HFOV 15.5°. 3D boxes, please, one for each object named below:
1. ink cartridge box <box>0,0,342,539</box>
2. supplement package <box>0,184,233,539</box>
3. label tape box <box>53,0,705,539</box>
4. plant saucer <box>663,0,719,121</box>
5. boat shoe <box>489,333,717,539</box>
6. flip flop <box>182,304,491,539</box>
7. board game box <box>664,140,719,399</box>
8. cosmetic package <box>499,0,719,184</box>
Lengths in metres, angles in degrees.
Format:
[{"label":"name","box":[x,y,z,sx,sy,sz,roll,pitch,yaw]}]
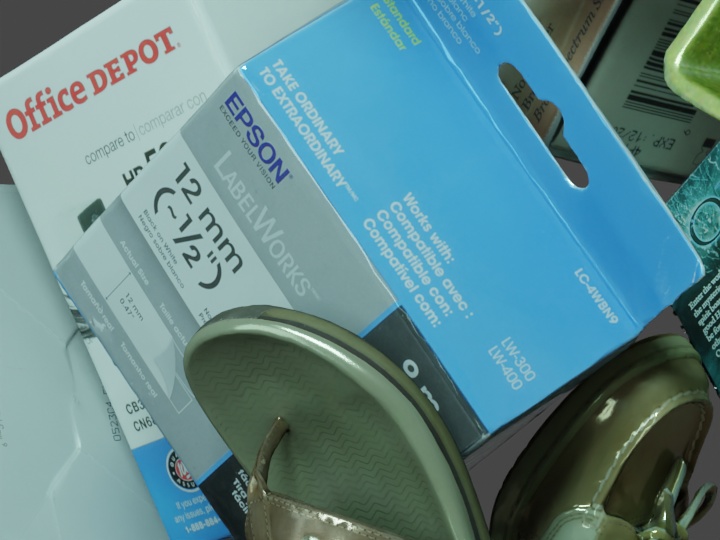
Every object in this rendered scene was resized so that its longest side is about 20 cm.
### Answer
[{"label":"ink cartridge box","box":[-0.043,-0.011,1.004,0.146,0.084,0.201,-24,91,47]},{"label":"supplement package","box":[-0.166,0.093,1.116,0.200,0.147,0.192,-40,57,47]},{"label":"label tape box","box":[0.000,0.000,0.861,0.144,0.066,0.200,56,137,8]},{"label":"plant saucer","box":[0.216,-0.086,0.745,0.200,0.048,0.200,37,93,40]},{"label":"boat shoe","box":[0.079,0.113,0.901,0.063,0.073,0.201,43,128,35]},{"label":"flip flop","box":[0.001,0.103,0.822,0.081,0.057,0.201,-26,88,45]},{"label":"board game box","box":[0.178,-0.028,0.837,0.200,0.028,0.136,-51,46,32]},{"label":"cosmetic package","box":[0.065,-0.128,0.953,0.200,0.087,0.104,48,120,45]}]
